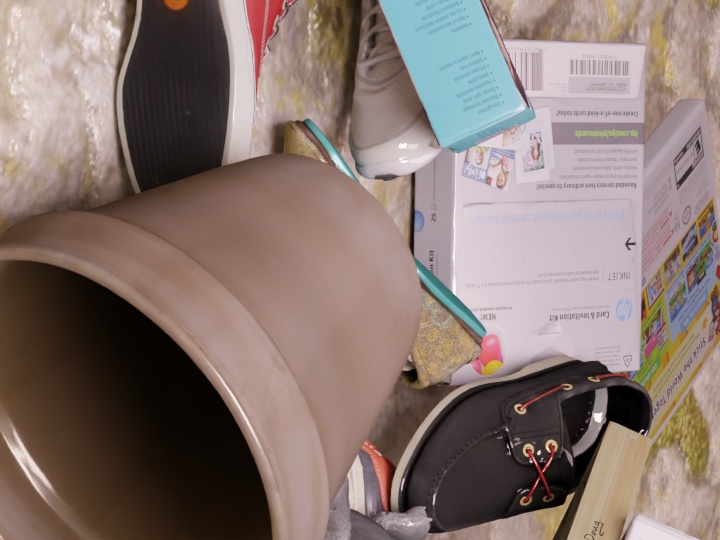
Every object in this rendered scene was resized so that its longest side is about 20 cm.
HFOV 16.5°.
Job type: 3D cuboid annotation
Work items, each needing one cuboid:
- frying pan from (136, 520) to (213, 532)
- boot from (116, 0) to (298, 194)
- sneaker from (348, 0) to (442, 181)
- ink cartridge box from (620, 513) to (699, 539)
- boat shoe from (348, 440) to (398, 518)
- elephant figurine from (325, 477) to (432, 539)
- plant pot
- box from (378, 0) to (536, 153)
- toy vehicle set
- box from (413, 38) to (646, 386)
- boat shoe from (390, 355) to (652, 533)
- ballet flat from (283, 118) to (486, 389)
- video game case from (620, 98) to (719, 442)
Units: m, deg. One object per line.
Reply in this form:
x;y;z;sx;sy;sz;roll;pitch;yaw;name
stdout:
-0.085;0.074;1.215;0.190;0.114;0.031;-119;-158;-55;frying pan
-0.054;-0.115;1.230;0.144;0.072;0.202;-2;94;-61;boot
0.023;-0.138;1.362;0.081;0.075;0.201;48;43;-40;sneaker
0.118;0.244;1.327;0.176;0.044;0.201;96;17;-73;ink cartridge box
-0.024;0.185;1.331;0.063;0.071;0.201;36;62;-52;boat shoe
-0.014;0.172;1.194;0.200;0.140;0.156;144;-46;-70;elephant figurine
-0.065;0.040;1.091;0.173;0.199;0.201;-39;128;-43;plant pot
0.028;-0.162;1.275;0.082;0.049;0.201;-3;70;-82;box
0.102;0.189;1.317;0.200;0.026;0.125;-63;175;-47;toy vehicle set
0.102;-0.037;1.481;0.155;0.041;0.202;-3;94;-38;box
0.092;0.099;1.396;0.201;0.063;0.074;-22;120;-48;boat shoe
0.000;0.000;1.349;0.200;0.070;0.071;49;53;-42;ballet flat
0.196;0.010;1.656;0.200;0.023;0.183;-47;134;-48;video game case
